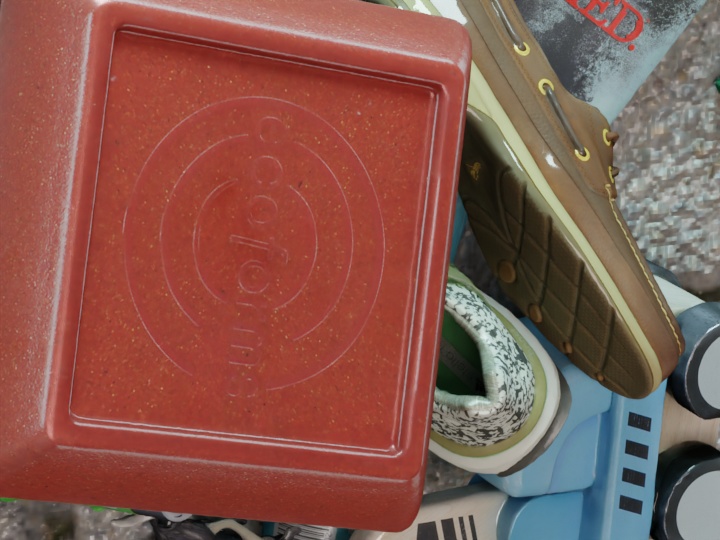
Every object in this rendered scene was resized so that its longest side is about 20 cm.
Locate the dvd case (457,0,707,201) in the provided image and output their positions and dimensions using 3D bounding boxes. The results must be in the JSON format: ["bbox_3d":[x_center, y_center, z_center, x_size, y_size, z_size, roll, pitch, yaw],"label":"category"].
[{"bbox_3d":[0.073,-0.129,1.254,0.146,0.022,0.200,35,96,-25],"label":"dvd case"}]

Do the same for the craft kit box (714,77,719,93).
[{"bbox_3d":[0.268,-0.094,1.229,0.197,0.200,0.049,-34,115,-3],"label":"craft kit box"}]

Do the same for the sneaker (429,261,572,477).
[{"bbox_3d":[0.000,0.000,1.206,0.200,0.089,0.077,38,86,13],"label":"sneaker"}]

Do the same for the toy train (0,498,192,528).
[{"bbox_3d":[-0.132,0.064,1.176,0.042,0.200,0.057,-19,108,-43],"label":"toy train"}]

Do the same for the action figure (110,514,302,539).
[{"bbox_3d":[-0.088,0.060,1.223,0.102,0.119,0.200,-29,125,-26],"label":"action figure"}]

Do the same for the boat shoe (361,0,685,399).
[{"bbox_3d":[0.076,-0.043,1.210,0.067,0.072,0.200,-33,90,-24],"label":"boat shoe"}]

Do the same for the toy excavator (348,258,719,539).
[{"bbox_3d":[0.060,0.094,1.275,0.199,0.100,0.195,-3,109,-25],"label":"toy excavator"}]

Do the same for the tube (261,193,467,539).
[{"bbox_3d":[-0.006,0.054,1.286,0.077,0.050,0.201,8,105,-9],"label":"tube"}]

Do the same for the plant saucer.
[{"bbox_3d":[-0.043,-0.009,1.093,0.200,0.037,0.200,8,87,-32],"label":"plant saucer"}]
